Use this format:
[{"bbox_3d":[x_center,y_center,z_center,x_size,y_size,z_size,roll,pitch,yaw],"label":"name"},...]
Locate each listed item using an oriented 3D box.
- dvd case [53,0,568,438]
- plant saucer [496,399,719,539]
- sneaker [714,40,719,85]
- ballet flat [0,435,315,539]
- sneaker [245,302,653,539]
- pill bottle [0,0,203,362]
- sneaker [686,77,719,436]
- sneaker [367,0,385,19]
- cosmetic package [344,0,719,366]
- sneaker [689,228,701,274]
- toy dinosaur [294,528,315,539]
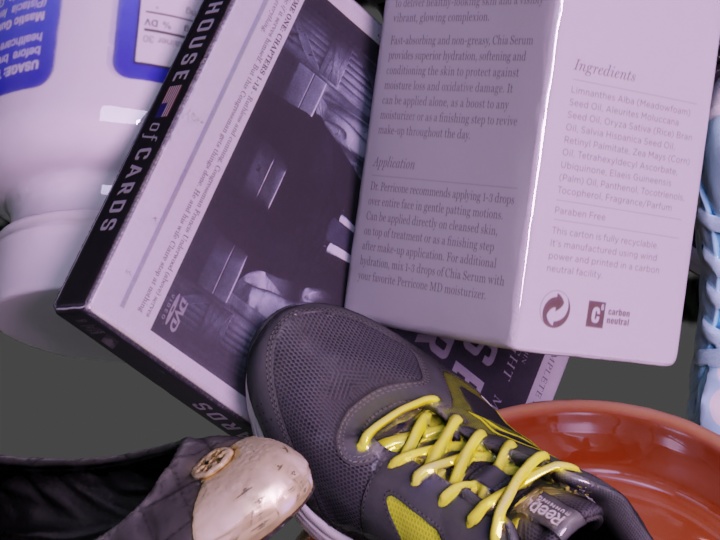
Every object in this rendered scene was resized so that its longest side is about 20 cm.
[{"bbox_3d":[0.000,0.000,0.797,0.200,0.025,0.151,38,65,-33],"label":"dvd case"},{"bbox_3d":[0.070,0.142,0.745,0.199,0.032,0.201,-4,69,10],"label":"plant saucer"},{"bbox_3d":[0.164,-0.066,0.787,0.111,0.077,0.200,-37,74,6],"label":"sneaker"},{"bbox_3d":[-0.102,0.077,0.741,0.066,0.199,0.057,-45,119,-51],"label":"ballet flat"},{"bbox_3d":[0.044,0.073,0.705,0.074,0.085,0.200,-39,72,-26],"label":"sneaker"},{"bbox_3d":[-0.084,-0.074,0.825,0.111,0.112,0.201,6,71,-6],"label":"pill bottle"},{"bbox_3d":[0.145,0.026,0.776,0.074,0.201,0.082,7,47,28],"label":"sneaker"},{"bbox_3d":[0.043,-0.100,0.840,0.199,0.069,0.100,9,80,-42],"label":"sneaker"},{"bbox_3d":[0.060,-0.075,0.752,0.071,0.101,0.201,7,92,-33],"label":"cosmetic package"},{"bbox_3d":[0.178,-0.095,0.860,0.070,0.109,0.200,30,68,12],"label":"sneaker"},{"bbox_3d":[-0.073,0.139,0.756,0.200,0.101,0.058,-33,80,-20],"label":"toy dinosaur"}]
